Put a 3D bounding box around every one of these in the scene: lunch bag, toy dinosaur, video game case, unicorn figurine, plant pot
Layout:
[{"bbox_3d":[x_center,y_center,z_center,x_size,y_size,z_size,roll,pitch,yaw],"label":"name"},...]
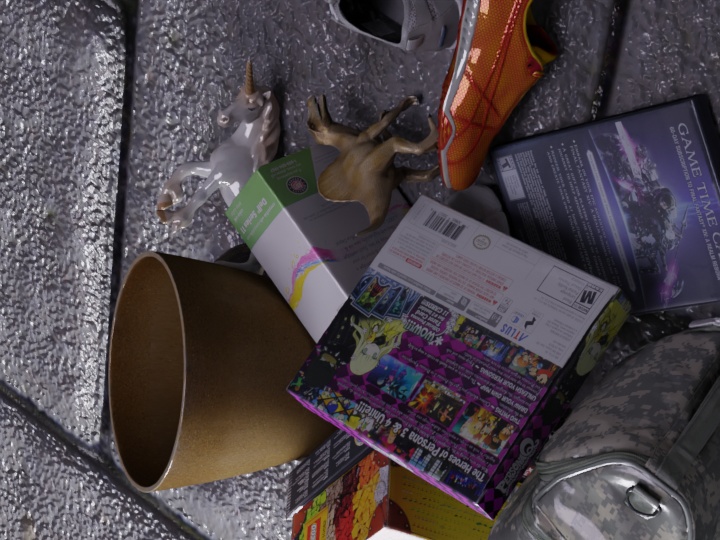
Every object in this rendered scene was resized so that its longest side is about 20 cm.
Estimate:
[{"bbox_3d":[0.200,0.137,1.370,0.139,0.200,0.168,41,134,6],"label":"lunch bag"},{"bbox_3d":[0.016,-0.075,1.522,0.200,0.100,0.058,-116,1,-54],"label":"toy dinosaur"},{"bbox_3d":[0.186,-0.038,1.437,0.199,0.019,0.144,-11,100,48],"label":"video game case"},{"bbox_3d":[0.068,0.056,1.432,0.199,0.182,0.036,26,167,40],"label":"video game case"},{"bbox_3d":[-0.100,-0.065,1.674,0.201,0.137,0.074,56,-177,-22],"label":"unicorn figurine"},{"bbox_3d":[-0.081,0.081,1.615,0.186,0.198,0.188,-6,83,64],"label":"plant pot"}]

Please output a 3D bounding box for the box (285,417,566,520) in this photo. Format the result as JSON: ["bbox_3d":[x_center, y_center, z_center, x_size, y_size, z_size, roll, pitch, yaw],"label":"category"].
[{"bbox_3d":[0.055,0.158,1.573,0.200,0.159,0.045,-45,34,47],"label":"box"}]

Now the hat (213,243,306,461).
[{"bbox_3d":[-0.093,0.082,1.742,0.200,0.081,0.202,21,123,37],"label":"hat"}]

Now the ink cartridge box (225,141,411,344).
[{"bbox_3d":[0.000,0.000,1.576,0.201,0.117,0.067,55,137,12],"label":"ink cartridge box"}]

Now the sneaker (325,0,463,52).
[{"bbox_3d":[-0.004,-0.222,1.498,0.199,0.082,0.075,32,129,33],"label":"sneaker"}]

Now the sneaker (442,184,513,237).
[{"bbox_3d":[0.100,0.036,1.512,0.077,0.082,0.202,-19,65,25],"label":"sneaker"}]

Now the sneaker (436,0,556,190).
[{"bbox_3d":[0.097,-0.136,1.439,0.076,0.073,0.201,12,129,-1],"label":"sneaker"}]

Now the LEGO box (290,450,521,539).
[{"bbox_3d":[0.066,0.218,1.551,0.149,0.199,0.078,-43,34,46],"label":"LEGO box"}]
